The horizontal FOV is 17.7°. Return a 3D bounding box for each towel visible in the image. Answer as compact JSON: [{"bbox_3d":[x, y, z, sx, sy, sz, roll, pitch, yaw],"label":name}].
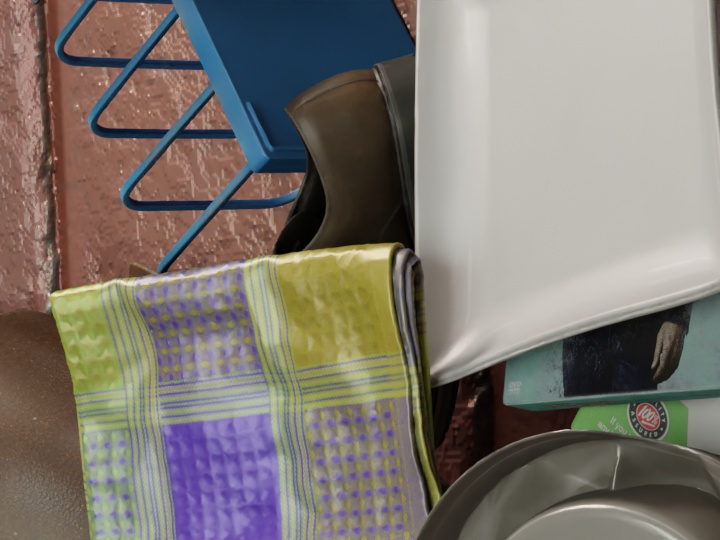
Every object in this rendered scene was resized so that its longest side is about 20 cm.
[{"bbox_3d":[-0.049,0.066,1.011,0.199,0.023,0.145,-5,92,32],"label":"towel"}]

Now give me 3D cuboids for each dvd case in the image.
[{"bbox_3d":[0.114,-0.046,0.934,0.146,0.022,0.201,-9,72,57],"label":"dvd case"}]

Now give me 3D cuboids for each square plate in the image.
[{"bbox_3d":[0.087,-0.066,0.936,0.198,0.028,0.201,-23,61,54],"label":"square plate"}]

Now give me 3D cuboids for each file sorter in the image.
[{"bbox_3d":[-0.067,-0.105,1.178,0.123,0.138,0.201,-44,62,38],"label":"file sorter"}]

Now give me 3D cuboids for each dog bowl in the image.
[{"bbox_3d":[0.107,0.157,0.885,0.199,0.059,0.202,4,96,39],"label":"dog bowl"}]

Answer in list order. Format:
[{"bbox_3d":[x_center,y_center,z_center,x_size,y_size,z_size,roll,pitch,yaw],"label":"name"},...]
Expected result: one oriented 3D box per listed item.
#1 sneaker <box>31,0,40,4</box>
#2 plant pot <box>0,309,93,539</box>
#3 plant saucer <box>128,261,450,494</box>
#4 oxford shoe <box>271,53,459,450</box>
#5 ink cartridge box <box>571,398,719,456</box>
[{"bbox_3d":[-0.150,-0.160,1.112,0.200,0.070,0.109,47,122,44],"label":"sneaker"},{"bbox_3d":[-0.112,0.138,1.146,0.199,0.187,0.188,18,103,28],"label":"plant pot"},{"bbox_3d":[-0.039,0.069,1.114,0.200,0.200,0.037,29,81,40],"label":"plant saucer"},{"bbox_3d":[0.000,0.000,1.081,0.073,0.084,0.201,-121,20,-64],"label":"oxford shoe"},{"bbox_3d":[0.193,0.022,0.910,0.145,0.084,0.201,43,117,39],"label":"ink cartridge box"}]
